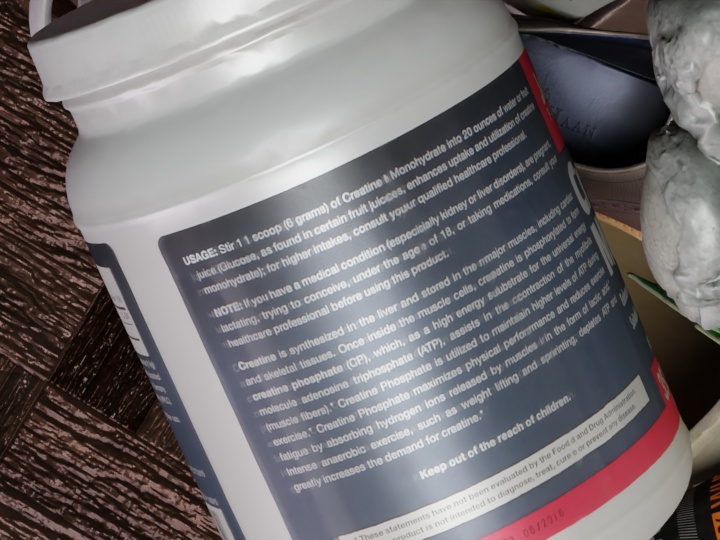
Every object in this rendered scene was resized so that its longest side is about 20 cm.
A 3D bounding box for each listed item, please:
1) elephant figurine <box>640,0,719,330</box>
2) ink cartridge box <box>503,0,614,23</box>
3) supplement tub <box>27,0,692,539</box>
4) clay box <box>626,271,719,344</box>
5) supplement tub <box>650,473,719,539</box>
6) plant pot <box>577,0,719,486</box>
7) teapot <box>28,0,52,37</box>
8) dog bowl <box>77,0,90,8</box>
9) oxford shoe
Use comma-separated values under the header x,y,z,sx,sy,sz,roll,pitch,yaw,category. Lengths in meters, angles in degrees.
x,y,z,sx,sy,sz,roll,pitch,yaw,category
0.171,-0.041,0.660,0.199,0.156,0.142,4,-154,17,elephant figurine
0.036,-0.134,0.925,0.116,0.067,0.200,31,177,-5,ink cartridge box
0.000,0.000,0.840,0.201,0.140,0.140,66,169,-11,supplement tub
0.187,0.022,0.830,0.199,0.048,0.115,15,-169,-24,clay box
0.162,0.116,0.969,0.123,0.200,0.123,55,-164,-25,supplement tub
0.168,0.010,1.084,0.183,0.201,0.200,19,-176,-31,plant pot
-0.058,-0.110,1.577,0.200,0.146,0.197,31,177,15,teapot
-0.013,-0.073,1.045,0.199,0.059,0.200,18,-170,-3,dog bowl
0.114,-0.034,0.917,0.199,0.072,0.073,12,174,-3,oxford shoe
